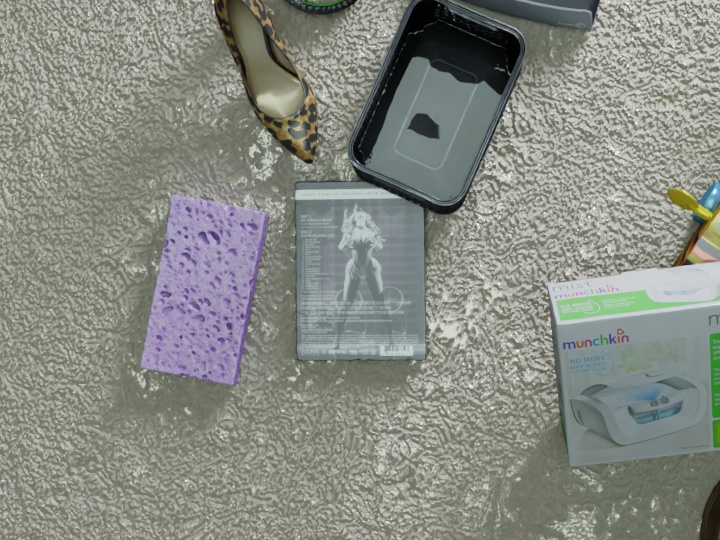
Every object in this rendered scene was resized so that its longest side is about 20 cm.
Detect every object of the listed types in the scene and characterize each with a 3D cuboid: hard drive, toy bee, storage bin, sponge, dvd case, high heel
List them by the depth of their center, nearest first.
[{"bbox_3d":[0.387,-0.068,1.249,0.130,0.109,0.202,12,93,7],"label":"toy bee"},{"bbox_3d":[0.081,-0.175,1.275,0.134,0.094,0.201,24,88,5],"label":"storage bin"},{"bbox_3d":[-0.101,-0.210,1.275,0.071,0.143,0.202,-23,89,6],"label":"high heel"},{"bbox_3d":[0.174,-0.348,1.294,0.198,0.042,0.136,17,93,5],"label":"hard drive"},{"bbox_3d":[0.000,0.000,1.334,0.147,0.016,0.202,-1,91,5],"label":"dvd case"},{"bbox_3d":[-0.176,0.023,1.345,0.110,0.030,0.202,11,92,5],"label":"sponge"}]

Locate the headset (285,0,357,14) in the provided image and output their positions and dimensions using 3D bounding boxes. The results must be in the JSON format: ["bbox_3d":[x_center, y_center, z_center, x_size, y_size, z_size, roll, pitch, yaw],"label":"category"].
[{"bbox_3d":[-0.022,-0.381,1.311,0.123,0.094,0.201,32,109,0],"label":"headset"}]

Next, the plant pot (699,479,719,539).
[{"bbox_3d":[0.463,0.294,1.205,0.198,0.198,0.203,0,91,5],"label":"plant pot"}]

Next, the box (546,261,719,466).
[{"bbox_3d":[0.303,0.095,1.239,0.198,0.097,0.178,-7,116,6],"label":"box"}]
